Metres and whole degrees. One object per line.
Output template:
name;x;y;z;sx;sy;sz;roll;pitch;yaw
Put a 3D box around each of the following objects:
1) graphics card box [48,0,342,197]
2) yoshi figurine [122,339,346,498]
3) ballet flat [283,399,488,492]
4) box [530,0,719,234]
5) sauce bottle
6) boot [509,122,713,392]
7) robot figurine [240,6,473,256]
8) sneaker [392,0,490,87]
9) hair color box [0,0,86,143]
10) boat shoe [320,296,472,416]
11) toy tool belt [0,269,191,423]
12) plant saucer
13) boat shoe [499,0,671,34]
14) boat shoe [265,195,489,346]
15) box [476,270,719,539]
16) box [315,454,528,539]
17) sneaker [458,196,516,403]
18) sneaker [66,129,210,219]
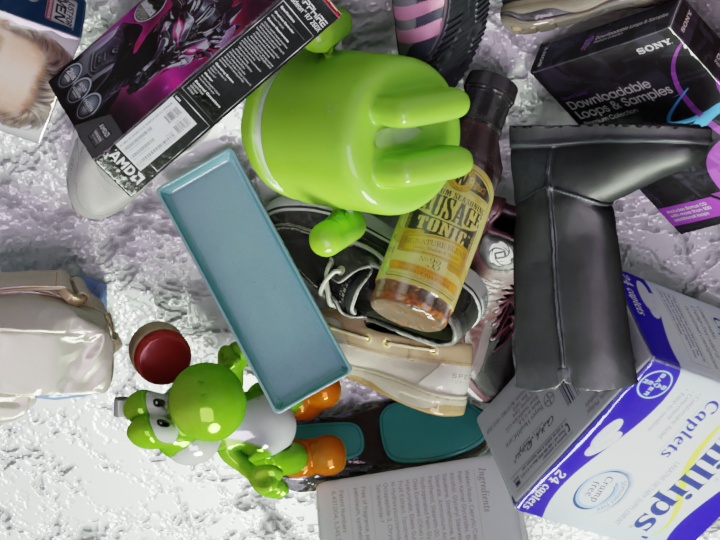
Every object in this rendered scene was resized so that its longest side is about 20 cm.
graphics card box;-0.121;-0.157;1.573;0.200;0.126;0.051;-41;130;5
yoshi figurine;-0.089;0.115;1.738;0.199;0.112;0.112;6;115;-43
ballet flat;0.014;0.150;1.865;0.199;0.072;0.072;-7;124;3
box;0.242;-0.113;1.665;0.143;0.036;0.200;-15;129;47
sauce bottle;0.067;-0.055;1.655;0.066;0.201;0.066;17;165;5
boot;0.187;-0.009;1.642;0.164;0.066;0.201;1;94;33
robot figurine;-0.008;-0.103;1.621;0.115;0.200;0.176;-15;107;-38
sneaker;0.049;-0.208;1.624;0.082;0.070;0.201;39;142;24
hair color box;-0.312;-0.177;1.624;0.199;0.061;0.100;18;122;-14
boat shoe;0.005;0.053;1.758;0.199;0.074;0.070;21;97;25
toy tool belt;-0.243;0.050;1.766;0.199;0.123;0.126;-1;110;-16
plant saucer;-0.082;0.008;1.714;0.070;0.019;0.201;-29;84;3
boat shoe;0.192;-0.226;1.596;0.199;0.074;0.074;-14;91;-15
boat shoe;0.000;0.000;1.710;0.199;0.064;0.071;22;129;19
box;0.232;0.119;1.789;0.199;0.105;0.184;18;124;-36
box;0.066;0.290;1.841;0.170;0.201;0.199;-9;147;4
sneaker;0.115;0.023;1.750;0.115;0.076;0.201;-6;127;26
sneaker;-0.161;-0.104;1.660;0.076;0.092;0.200;31;118;-20
